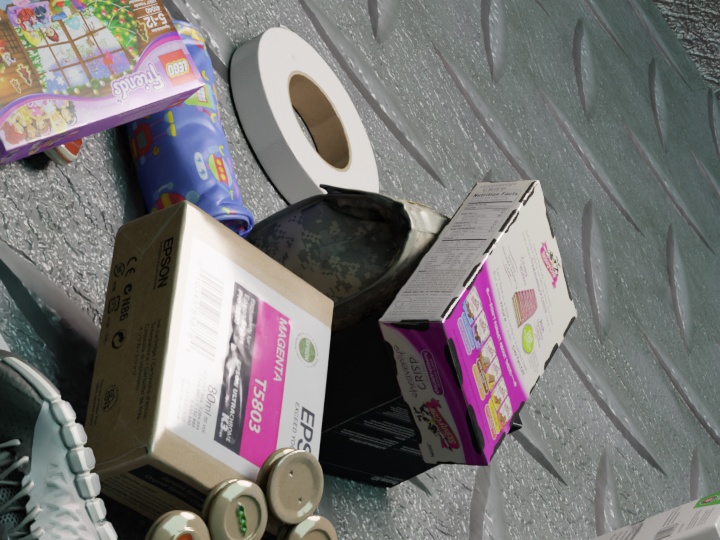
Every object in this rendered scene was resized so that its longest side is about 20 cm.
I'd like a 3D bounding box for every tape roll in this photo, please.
[{"bbox_3d":[-0.052,-0.136,1.885,0.203,0.037,0.203,47,27,-33],"label":"tape roll"}]

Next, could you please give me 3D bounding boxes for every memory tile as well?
[{"bbox_3d":[-0.066,0.231,1.311,0.153,0.017,0.201,-25,110,-40],"label":"memory tile"}]

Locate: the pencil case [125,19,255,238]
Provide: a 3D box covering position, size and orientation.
[{"bbox_3d":[-0.141,-0.103,1.596,0.086,0.078,0.201,-1,63,-33],"label":"pencil case"}]

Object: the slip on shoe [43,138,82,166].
[{"bbox_3d":[-0.226,-0.163,1.505,0.074,0.061,0.201,45,29,-40],"label":"slip on shoe"}]

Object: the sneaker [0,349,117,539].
[{"bbox_3d":[-0.199,0.146,1.147,0.201,0.075,0.115,62,24,-4],"label":"sneaker"}]

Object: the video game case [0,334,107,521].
[{"bbox_3d":[-0.244,0.117,1.206,0.182,0.023,0.200,61,21,-4],"label":"video game case"}]

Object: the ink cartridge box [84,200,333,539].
[{"bbox_3d":[-0.102,0.079,1.368,0.165,0.075,0.201,34,48,-39],"label":"ink cartridge box"}]

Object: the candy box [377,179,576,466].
[{"bbox_3d":[0.095,0.038,1.549,0.200,0.061,0.137,-52,133,-46],"label":"candy box"}]

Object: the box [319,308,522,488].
[{"bbox_3d":[0.023,0.110,1.639,0.200,0.141,0.079,23,42,-58],"label":"box"}]

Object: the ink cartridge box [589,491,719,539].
[{"bbox_3d":[0.286,0.295,1.932,0.083,0.199,0.147,65,23,-1],"label":"ink cartridge box"}]

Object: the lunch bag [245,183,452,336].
[{"bbox_3d":[0.000,0.000,1.634,0.164,0.199,0.118,18,49,-59],"label":"lunch bag"}]

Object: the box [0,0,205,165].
[{"bbox_3d":[-0.222,-0.164,1.445,0.200,0.039,0.137,-25,86,-45],"label":"box"}]
